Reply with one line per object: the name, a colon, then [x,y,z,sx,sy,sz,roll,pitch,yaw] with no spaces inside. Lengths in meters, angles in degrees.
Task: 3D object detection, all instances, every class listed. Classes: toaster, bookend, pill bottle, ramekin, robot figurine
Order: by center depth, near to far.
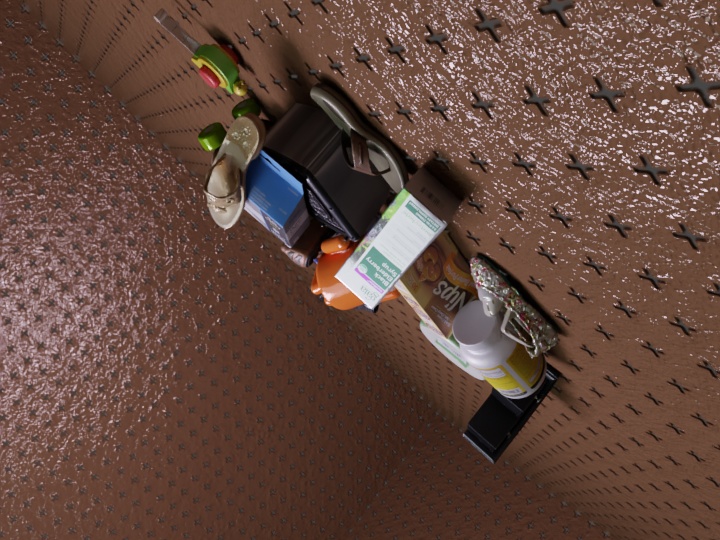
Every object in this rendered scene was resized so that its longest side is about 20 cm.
toaster: [-0.070,-0.168,1.063,0.180,0.119,0.201,30,165,45]
pill bottle: [0.245,0.138,1.142,0.112,0.113,0.200,29,170,49]
robot figurine: [-0.001,-0.001,1.142,0.197,0.116,0.147,-21,92,37]
ramekin: [0.214,0.131,1.316,0.199,0.098,0.200,40,171,8]
bookend: [0.305,0.282,1.326,0.092,0.199,0.201,38,169,20]

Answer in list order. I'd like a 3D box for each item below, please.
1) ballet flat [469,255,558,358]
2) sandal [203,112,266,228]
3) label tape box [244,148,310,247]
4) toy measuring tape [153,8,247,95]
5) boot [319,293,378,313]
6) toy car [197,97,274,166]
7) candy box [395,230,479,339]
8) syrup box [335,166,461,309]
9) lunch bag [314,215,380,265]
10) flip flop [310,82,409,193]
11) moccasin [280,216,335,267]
ballet flat: [0.239,0.063,1.033,0.200,0.064,0.076,43,171,-7]
sandal: [-0.209,-0.139,0.967,0.077,0.070,0.213,38,129,8]
label tape box: [-0.157,-0.128,1.044,0.143,0.064,0.200,40,170,8]
toy measuring tape: [-0.269,-0.376,1.093,0.199,0.074,0.073,43,170,-10]
boot: [-0.016,0.055,1.379,0.129,0.071,0.200,17,-172,0]
toy car: [-0.189,-0.206,1.209,0.200,0.157,0.166,38,163,54]
candy box: [0.125,0.013,1.099,0.055,0.116,0.200,29,165,49]
syrup box: [0.052,-0.043,0.930,0.078,0.082,0.201,40,128,0]
lunch bag: [-0.002,-0.032,1.271,0.199,0.161,0.076,38,172,20]
flip flop: [-0.006,-0.182,0.932,0.200,0.058,0.081,45,170,-17]
moccasin: [-0.076,-0.093,1.198,0.077,0.203,0.074,32,151,9]
